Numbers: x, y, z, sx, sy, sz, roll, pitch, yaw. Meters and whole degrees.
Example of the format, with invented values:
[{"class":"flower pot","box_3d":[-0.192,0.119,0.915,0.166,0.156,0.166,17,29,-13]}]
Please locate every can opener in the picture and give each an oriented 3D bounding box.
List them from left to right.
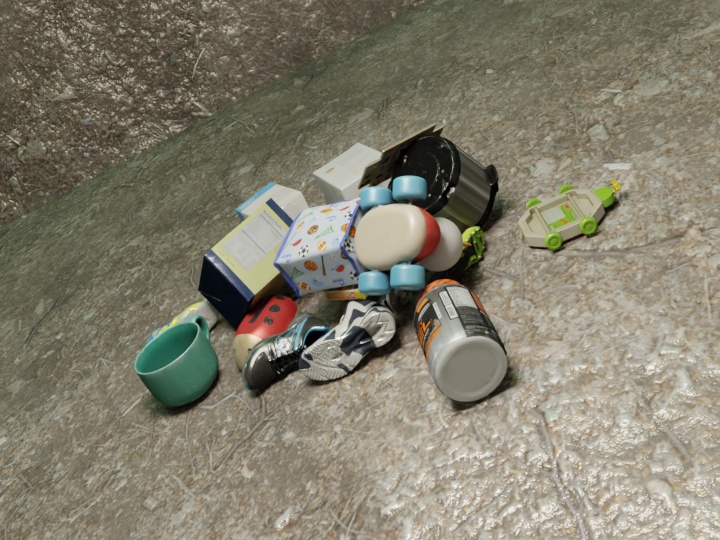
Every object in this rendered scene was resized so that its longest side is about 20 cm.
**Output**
[{"class":"can opener","box_3d":[0.102,0.004,1.533,0.066,0.054,0.200,4,41,45]}]

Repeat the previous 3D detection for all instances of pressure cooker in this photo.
[{"class":"pressure cooker","box_3d":[0.175,-0.158,1.589,0.174,0.198,0.182,21,88,46]}]

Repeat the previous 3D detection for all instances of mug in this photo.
[{"class":"mug","box_3d":[-0.352,0.188,1.581,0.184,0.116,0.151,-41,29,-23]}]

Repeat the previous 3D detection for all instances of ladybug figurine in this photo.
[{"class":"ladybug figurine","box_3d":[-0.196,0.118,1.598,0.133,0.073,0.201,-9,33,33]}]

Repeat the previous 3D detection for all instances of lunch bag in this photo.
[{"class":"lunch bag","box_3d":[-0.051,-0.060,1.513,0.166,0.125,0.203,-12,40,27]}]

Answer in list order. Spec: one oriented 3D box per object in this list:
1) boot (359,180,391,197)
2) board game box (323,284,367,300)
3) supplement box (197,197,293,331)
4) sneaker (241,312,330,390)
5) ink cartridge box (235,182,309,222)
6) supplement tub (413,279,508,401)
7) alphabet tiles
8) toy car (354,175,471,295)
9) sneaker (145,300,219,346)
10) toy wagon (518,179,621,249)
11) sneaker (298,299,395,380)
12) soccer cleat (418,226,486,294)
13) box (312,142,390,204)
[{"class":"boot","box_3d":[0.067,-0.166,1.748,0.198,0.180,0.074,22,86,47]},{"class":"board game box","box_3d":[0.014,-0.013,1.536,0.094,0.030,0.201,-3,33,37]},{"class":"supplement box","box_3d":[-0.229,-0.009,1.679,0.200,0.134,0.200,-44,-6,-27]},{"class":"sneaker","box_3d":[-0.142,0.154,1.486,0.199,0.074,0.081,-42,31,-23]},{"class":"ink cartridge box","box_3d":[-0.199,-0.119,1.934,0.124,0.130,0.199,-38,28,-18]},{"class":"supplement tub","box_3d":[0.153,0.103,1.246,0.120,0.124,0.201,-25,27,5]},{"class":"alphabet tiles","box_3d":[0.083,-0.234,1.612,0.197,0.006,0.167,-30,-12,-19]},{"class":"toy car","box_3d":[0.107,-0.048,1.402,0.175,0.197,0.190,-11,74,50]},{"class":"sneaker","box_3d":[-0.416,0.131,1.778,0.199,0.077,0.104,-39,29,-17]},{"class":"toy wagon","box_3d":[0.397,-0.109,1.464,0.196,0.040,0.156,-23,29,10]},{"class":"sneaker","box_3d":[-0.023,0.120,1.441,0.198,0.080,0.130,-38,11,12]},{"class":"soccer cleat","box_3d":[0.175,-0.018,1.491,0.082,0.065,0.201,-4,37,43]},{"class":"box","box_3d":[-0.005,-0.219,1.944,0.151,0.108,0.200,-34,28,-10]}]
